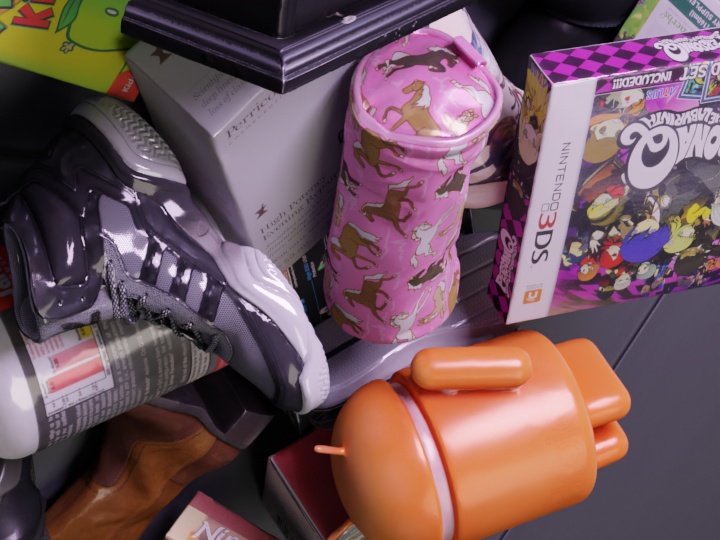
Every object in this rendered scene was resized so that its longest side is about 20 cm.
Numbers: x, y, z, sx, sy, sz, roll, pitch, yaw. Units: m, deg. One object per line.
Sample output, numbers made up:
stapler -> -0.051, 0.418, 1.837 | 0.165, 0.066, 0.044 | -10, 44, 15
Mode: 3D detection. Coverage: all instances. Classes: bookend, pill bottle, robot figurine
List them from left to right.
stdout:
pill bottle -> -0.172, 0.034, 1.049 | 0.199, 0.116, 0.117 | -24, 142, -24
bookend -> -0.006, -0.210, 0.854 | 0.198, 0.091, 0.202 | -32, 137, -52
robot figurine -> 0.067, 0.106, 1.172 | 0.198, 0.118, 0.144 | -18, 173, -14

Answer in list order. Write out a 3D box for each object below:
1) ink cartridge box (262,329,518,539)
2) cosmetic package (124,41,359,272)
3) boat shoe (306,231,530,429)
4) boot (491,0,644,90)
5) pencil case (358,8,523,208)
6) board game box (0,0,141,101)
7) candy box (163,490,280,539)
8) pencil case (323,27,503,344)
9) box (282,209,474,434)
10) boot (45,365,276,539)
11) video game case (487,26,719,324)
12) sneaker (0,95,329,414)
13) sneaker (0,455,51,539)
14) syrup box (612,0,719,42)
ink cartridge box -> 0.037, 0.121, 1.325 | 0.199, 0.084, 0.176 | -32, 166, -15
cosmetic package -> -0.053, -0.082, 1.035 | 0.102, 0.074, 0.200 | -44, 161, -11
boat shoe -> 0.042, 0.038, 1.233 | 0.198, 0.072, 0.071 | -24, 150, -8
boot -> 0.109, -0.152, 1.170 | 0.197, 0.074, 0.163 | 5, 130, -45
pencil case -> 0.040, -0.121, 1.087 | 0.089, 0.078, 0.200 | -38, 131, 4
board game box -> -0.166, -0.155, 0.913 | 0.199, 0.048, 0.102 | 13, 118, -50
candy box -> -0.102, 0.260, 1.336 | 0.055, 0.115, 0.201 | -54, 170, -49
pencil case -> 0.026, -0.043, 1.051 | 0.082, 0.087, 0.201 | 11, 146, 2
box -> 0.000, 0.000, 1.240 | 0.158, 0.046, 0.201 | -32, 144, -14
boot -> -0.175, 0.127, 1.215 | 0.200, 0.069, 0.188 | -44, 153, 15
video game case -> 0.181, -0.060, 1.120 | 0.198, 0.036, 0.182 | -10, 134, -18
sneaker -> -0.112, 0.016, 0.976 | 0.114, 0.200, 0.075 | -40, 180, -22
sneaker -> -0.204, 0.173, 1.126 | 0.076, 0.202, 0.114 | -16, 159, 33
syrup box -> 0.186, -0.091, 1.190 | 0.081, 0.079, 0.201 | -3, 133, -48
